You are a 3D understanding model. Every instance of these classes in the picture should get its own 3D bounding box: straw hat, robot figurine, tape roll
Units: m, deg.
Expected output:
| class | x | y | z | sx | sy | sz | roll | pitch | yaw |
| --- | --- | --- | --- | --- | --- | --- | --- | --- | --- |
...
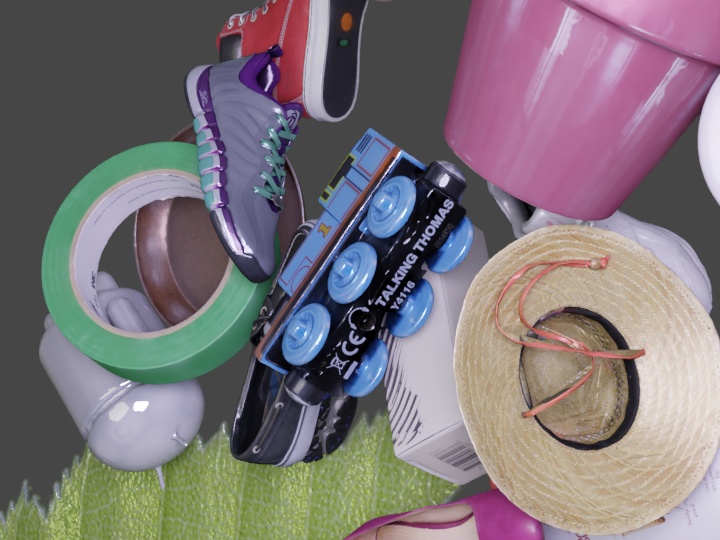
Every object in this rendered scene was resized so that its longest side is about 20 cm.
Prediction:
| class | x | y | z | sx | sy | sz | roll | pitch | yaw |
| --- | --- | --- | --- | --- | --- | --- | --- | --- | --- |
| straw hat | 0.141 | 0.073 | 0.878 | 0.085 | 0.199 | 0.204 | 152 | 113 | -75 |
| robot figurine | -0.214 | 0.097 | 1.174 | 0.201 | 0.112 | 0.170 | 55 | 149 | 23 |
| tape roll | -0.167 | -0.008 | 1.096 | 0.198 | 0.048 | 0.203 | -5 | 68 | 12 |

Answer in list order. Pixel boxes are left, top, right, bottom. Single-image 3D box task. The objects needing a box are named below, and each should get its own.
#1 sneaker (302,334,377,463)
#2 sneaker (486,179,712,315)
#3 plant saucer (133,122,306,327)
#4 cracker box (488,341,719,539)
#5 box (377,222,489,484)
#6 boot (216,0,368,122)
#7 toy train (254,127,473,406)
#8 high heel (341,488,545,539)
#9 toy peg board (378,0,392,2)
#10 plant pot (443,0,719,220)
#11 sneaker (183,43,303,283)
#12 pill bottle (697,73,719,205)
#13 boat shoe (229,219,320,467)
| class | x | y | z | sx | sy | sz | roll | pitch | yaw |
| --- | --- | --- | --- | --- | --- | --- | --- | --- | --- |
| sneaker | -0.033 | 0.054 | 1.077 | 0.085 | 0.077 | 0.201 | 35 | 107 | 35 |
| sneaker | 0.159 | -0.020 | 0.930 | 0.200 | 0.099 | 0.078 | 41 | 110 | 29 |
| plant saucer | -0.121 | -0.035 | 1.164 | 0.199 | 0.034 | 0.203 | -1 | 87 | 35 |
| cracker box | 0.189 | 0.139 | 0.927 | 0.199 | 0.057 | 0.135 | -19 | 76 | 32 |
| box | 0.060 | 0.049 | 0.966 | 0.068 | 0.082 | 0.202 | -32 | 47 | 29 |
| boot | -0.062 | -0.237 | 1.113 | 0.143 | 0.072 | 0.202 | 17 | 101 | 35 |
| toy train | 0.000 | 0.000 | 0.936 | 0.201 | 0.086 | 0.114 | -56 | 33 | 6 |
| high heel | 0.054 | 0.202 | 0.945 | 0.200 | 0.095 | 0.068 | 141 | 120 | -61 |
| toy peg board | 0.104 | -0.318 | 1.001 | 0.198 | 0.097 | 0.203 | -3 | 85 | 50 |
| plant pot | 0.145 | -0.140 | 0.821 | 0.200 | 0.199 | 0.180 | 39 | 119 | 29 |
| sneaker | -0.082 | -0.092 | 1.037 | 0.087 | 0.074 | 0.202 | -21 | 66 | 12 |
| pill bottle | 0.288 | -0.073 | 0.780 | 0.119 | 0.199 | 0.121 | 0 | 91 | 32 |
| boat shoe | -0.058 | 0.059 | 1.018 | 0.068 | 0.056 | 0.202 | 21 | 103 | 49 |
